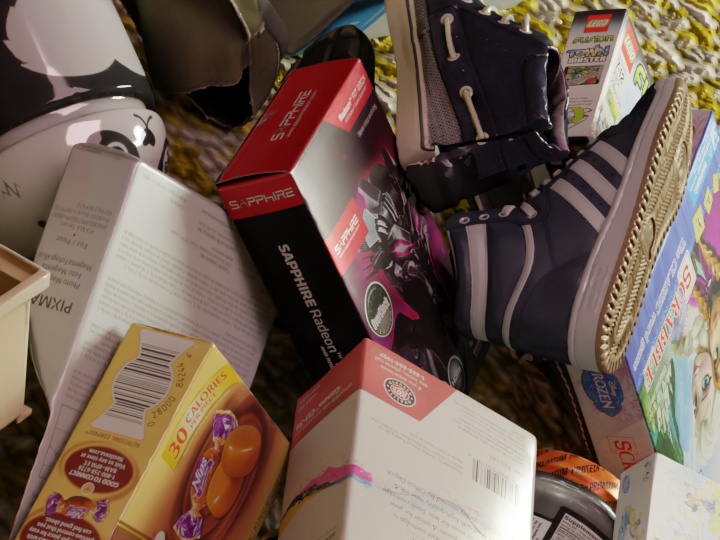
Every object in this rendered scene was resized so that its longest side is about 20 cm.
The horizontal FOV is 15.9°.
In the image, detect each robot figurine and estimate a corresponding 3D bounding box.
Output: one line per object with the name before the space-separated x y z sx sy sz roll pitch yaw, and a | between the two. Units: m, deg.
robot figurine | -0.180 -0.106 1.375 0.150 0.125 0.200 -20 77 -19

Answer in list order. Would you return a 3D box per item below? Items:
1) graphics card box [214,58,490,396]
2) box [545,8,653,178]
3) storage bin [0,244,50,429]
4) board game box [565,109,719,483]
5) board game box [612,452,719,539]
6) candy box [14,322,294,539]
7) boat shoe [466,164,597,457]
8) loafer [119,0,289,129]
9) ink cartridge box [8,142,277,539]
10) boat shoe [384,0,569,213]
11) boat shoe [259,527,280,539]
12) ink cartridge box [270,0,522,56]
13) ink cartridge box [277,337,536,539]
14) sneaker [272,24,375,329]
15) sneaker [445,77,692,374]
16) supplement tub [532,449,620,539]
graphics card box | 0.000 0.000 1.401 0.200 0.051 0.126 66 29 -25
box | 0.162 -0.051 1.577 0.200 0.035 0.110 63 36 -43
storage bin | -0.285 0.038 1.191 0.198 0.094 0.200 29 44 24
board game box | 0.188 0.043 1.540 0.200 0.041 0.200 -64 146 -38
board game box | 0.190 0.212 1.362 0.134 0.034 0.200 26 53 -21
candy box | -0.114 0.141 1.266 0.200 0.056 0.117 -64 147 -24
boat shoe | 0.110 0.022 1.557 0.060 0.074 0.200 -17 83 5
loafer | -0.087 -0.134 1.443 0.200 0.075 0.070 43 50 -65
ink cartridge box | -0.119 0.055 1.324 0.163 0.057 0.200 32 78 -56
boat shoe | 0.069 -0.126 1.462 0.075 0.093 0.200 52 27 -49
boat shoe | -0.024 0.167 1.320 0.200 0.076 0.074 -70 149 -50
ink cartridge box | 0.019 -0.228 1.611 0.200 0.086 0.147 -15 76 -41
ink cartridge box | 0.021 0.145 1.278 0.116 0.067 0.200 31 39 -20
sneaker | -0.014 -0.048 1.510 0.079 0.075 0.200 26 61 -35
sneaker | 0.115 -0.035 1.441 0.070 0.108 0.200 70 35 -48
supplement tub | 0.077 0.198 1.396 0.123 0.123 0.200 43 48 -8
